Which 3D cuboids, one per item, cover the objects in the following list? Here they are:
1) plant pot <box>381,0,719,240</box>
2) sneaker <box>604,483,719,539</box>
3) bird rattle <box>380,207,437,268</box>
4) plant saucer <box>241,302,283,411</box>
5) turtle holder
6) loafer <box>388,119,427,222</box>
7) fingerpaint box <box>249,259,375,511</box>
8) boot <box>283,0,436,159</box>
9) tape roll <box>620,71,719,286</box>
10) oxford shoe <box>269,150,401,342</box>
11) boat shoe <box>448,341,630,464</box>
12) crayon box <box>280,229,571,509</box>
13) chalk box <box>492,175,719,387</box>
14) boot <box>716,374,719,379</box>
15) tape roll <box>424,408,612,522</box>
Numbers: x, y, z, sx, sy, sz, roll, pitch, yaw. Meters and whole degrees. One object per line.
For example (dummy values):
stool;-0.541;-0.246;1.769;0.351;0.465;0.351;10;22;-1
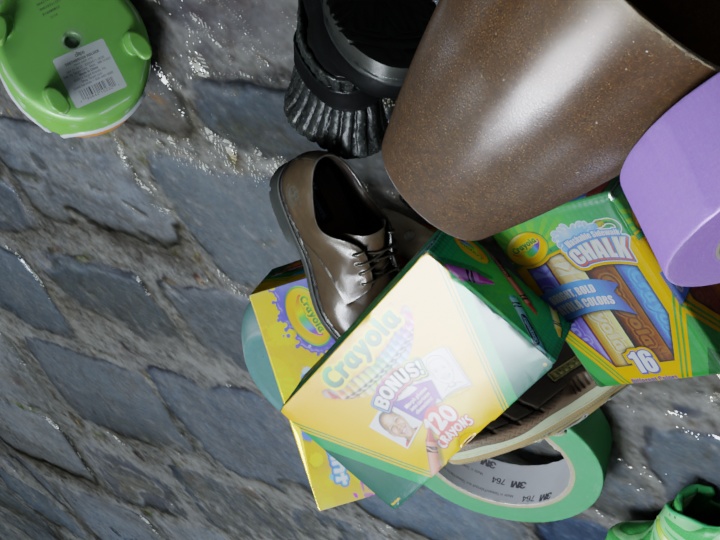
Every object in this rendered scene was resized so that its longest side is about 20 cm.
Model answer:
plant pot;0.106;-0.116;0.791;0.187;0.187;0.200;43;122;-2
sneaker;0.297;0.231;1.166;0.199;0.074;0.084;-16;91;56
bird rattle;0.054;-0.005;1.093;0.200;0.113;0.163;42;170;24
plant saucer;-0.059;0.116;1.421;0.199;0.036;0.201;28;144;22
turtle holder;-0.279;-0.203;1.200;0.185;0.142;0.132;33;164;-2
loafer;0.053;-0.112;1.018;0.069;0.070;0.201;18;141;19
fingerpaint box;-0.031;0.094;1.195;0.167;0.073;0.202;-73;-34;-81
boot;-0.001;-0.141;0.953;0.212;0.079;0.159;-111;22;-50
tape roll;0.251;-0.067;0.742;0.066;0.199;0.200;67;152;20
oxford shoe;0.000;0.000;1.003;0.201;0.072;0.084;59;153;-5
boat shoe;0.150;0.111;1.061;0.072;0.199;0.076;58;168;43
crayon box;0.045;0.072;0.958;0.119;0.058;0.200;40;125;-1
chalk box;0.185;-0.036;0.917;0.124;0.125;0.201;-13;120;52
boot;0.311;0.082;0.909;0.200;0.075;0.107;42;-169;29
tape roll;0.131;0.158;1.211;0.199;0.048;0.201;14;142;11
